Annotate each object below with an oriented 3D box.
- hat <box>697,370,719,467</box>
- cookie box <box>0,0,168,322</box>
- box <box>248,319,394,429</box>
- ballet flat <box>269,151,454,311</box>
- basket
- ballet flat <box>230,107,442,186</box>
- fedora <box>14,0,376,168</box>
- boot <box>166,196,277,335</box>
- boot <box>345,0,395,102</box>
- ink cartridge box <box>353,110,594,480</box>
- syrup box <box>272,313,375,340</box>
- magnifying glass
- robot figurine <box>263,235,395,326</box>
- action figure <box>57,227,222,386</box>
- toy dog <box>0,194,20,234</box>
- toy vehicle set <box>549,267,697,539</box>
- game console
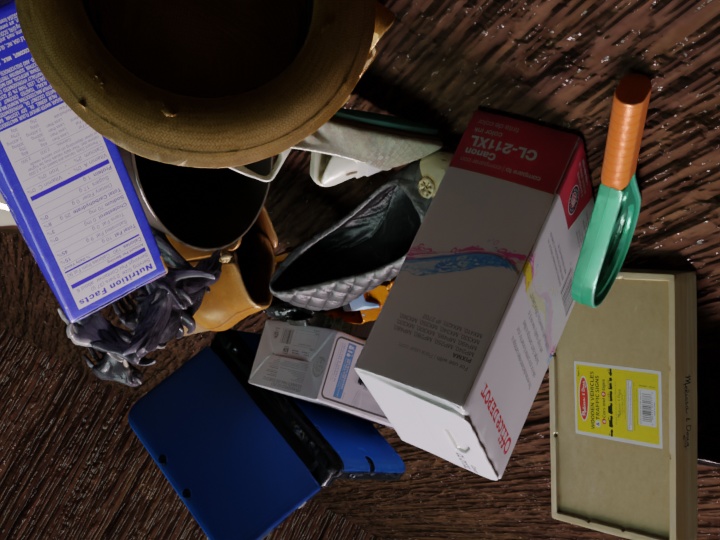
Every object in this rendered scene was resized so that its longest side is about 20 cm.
[{"bbox_3d":[0.272,0.119,1.002,0.198,0.082,0.201,8,175,1],"label":"hat"},{"bbox_3d":[-0.210,-0.096,0.771,0.171,0.075,0.202,43,155,53],"label":"cookie box"},{"bbox_3d":[0.014,0.104,1.085,0.199,0.061,0.116,22,170,-37],"label":"box"},{"bbox_3d":[0.008,-0.022,0.903,0.056,0.067,0.200,-7,156,-48],"label":"ballet flat"},{"bbox_3d":[-0.192,-0.119,0.966,0.198,0.137,0.181,20,153,33],"label":"basket"},{"bbox_3d":[-0.042,-0.090,0.841,0.198,0.063,0.067,11,-168,-14],"label":"ballet flat"},{"bbox_3d":[-0.087,-0.140,0.653,0.199,0.202,0.082,26,163,2],"label":"fedora"},{"bbox_3d":[-0.135,-0.049,1.061,0.070,0.204,0.143,-7,168,-42],"label":"boot"},{"bbox_3d":[-0.069,-0.151,0.782,0.144,0.071,0.201,38,154,-12],"label":"boot"},{"bbox_3d":[0.086,0.019,0.822,0.082,0.202,0.146,18,160,23],"label":"ink cartridge box"},{"bbox_3d":[0.007,0.041,1.170,0.081,0.080,0.199,24,168,-40],"label":"syrup box"},{"bbox_3d":[0.161,-0.046,0.763,0.022,0.080,0.201,23,151,21],"label":"magnifying glass"},{"bbox_3d":[0.000,0.000,1.039,0.199,0.144,0.059,3,114,49],"label":"robot figurine"},{"bbox_3d":[-0.182,0.026,0.977,0.102,0.119,0.200,38,150,-6],"label":"action figure"},{"bbox_3d":[-0.289,-0.066,1.165,0.139,0.195,0.200,-13,131,46],"label":"toy dog"},{"bbox_3d":[0.197,0.099,0.920,0.026,0.203,0.124,-5,-174,-37],"label":"toy vehicle set"},{"bbox_3d":[-0.087,0.159,1.132,0.170,0.119,0.200,14,-154,-51],"label":"game console"}]
